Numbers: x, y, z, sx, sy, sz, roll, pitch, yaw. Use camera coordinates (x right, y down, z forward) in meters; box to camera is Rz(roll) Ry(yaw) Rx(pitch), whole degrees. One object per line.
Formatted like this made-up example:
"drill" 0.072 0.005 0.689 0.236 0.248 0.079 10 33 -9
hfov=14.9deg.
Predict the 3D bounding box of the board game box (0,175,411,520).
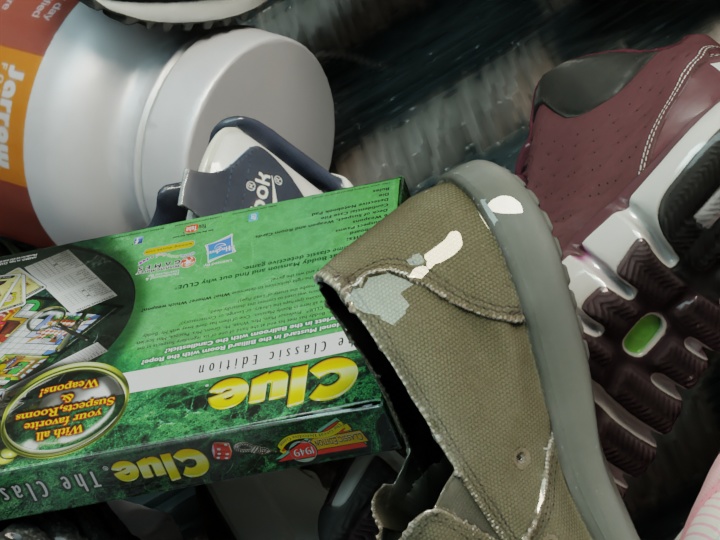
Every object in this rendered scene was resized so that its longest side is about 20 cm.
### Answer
"board game box" -0.082 0.029 0.835 0.199 0.024 0.105 -10 37 14

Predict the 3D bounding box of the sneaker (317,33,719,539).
"sneaker" 0.057 0.007 0.848 0.200 0.076 0.116 -44 31 10

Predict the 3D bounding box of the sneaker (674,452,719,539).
"sneaker" 0.142 0.055 0.785 0.075 0.105 0.201 31 84 -3

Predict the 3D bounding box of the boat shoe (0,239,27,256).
"boat shoe" -0.218 0.041 1.072 0.200 0.065 0.073 -36 49 10

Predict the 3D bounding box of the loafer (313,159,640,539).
"loafer" 0.035 0.074 0.754 0.069 0.201 0.075 -17 1 -15

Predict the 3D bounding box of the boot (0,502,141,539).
"boot" -0.076 0.087 0.846 0.157 0.080 0.212 0 41 26

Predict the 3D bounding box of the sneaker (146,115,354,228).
"sneaker" 0.000 0.000 0.908 0.198 0.130 0.080 -6 58 30

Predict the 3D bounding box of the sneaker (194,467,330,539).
"sneaker" 0.010 0.109 0.886 0.084 0.073 0.200 -24 42 -16

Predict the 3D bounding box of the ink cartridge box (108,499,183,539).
"ink cartridge box" -0.181 0.122 0.955 0.199 0.050 0.161 13 36 38

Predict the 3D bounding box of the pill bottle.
"pill bottle" -0.112 -0.064 1.034 0.199 0.112 0.113 16 71 36

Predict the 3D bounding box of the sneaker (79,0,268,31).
"sneaker" -0.028 -0.152 0.987 0.199 0.090 0.070 -19 41 -35
